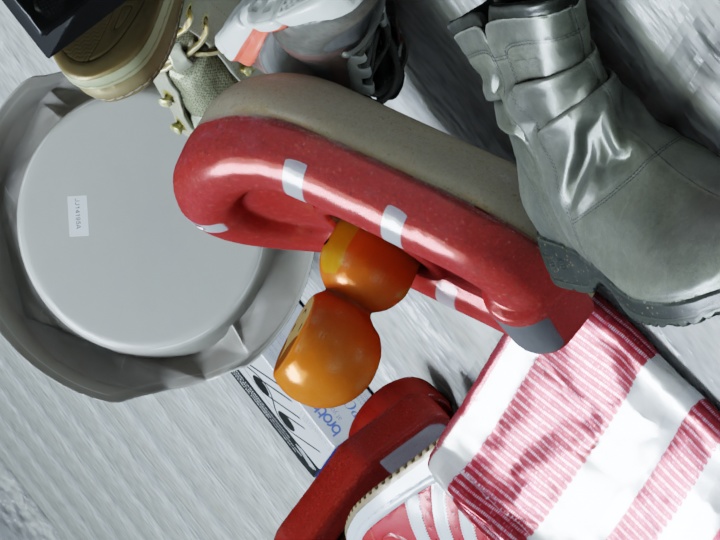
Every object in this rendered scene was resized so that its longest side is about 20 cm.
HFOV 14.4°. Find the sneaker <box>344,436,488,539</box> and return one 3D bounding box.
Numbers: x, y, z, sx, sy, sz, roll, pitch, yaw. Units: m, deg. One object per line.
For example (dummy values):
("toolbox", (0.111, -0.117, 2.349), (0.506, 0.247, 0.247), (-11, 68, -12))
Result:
("sneaker", (0.073, 0.133, 1.443), (0.113, 0.071, 0.200), (58, 138, 9))

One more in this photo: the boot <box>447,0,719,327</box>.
("boot", (0.098, -0.053, 1.113), (0.131, 0.068, 0.200), (64, 161, -16))

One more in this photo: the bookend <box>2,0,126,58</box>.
("bookend", (-0.090, -0.168, 1.150), (0.092, 0.199, 0.200), (51, 166, -2))

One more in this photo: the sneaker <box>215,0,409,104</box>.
("sneaker", (-0.005, -0.115, 1.295), (0.082, 0.077, 0.200), (37, 173, -9))

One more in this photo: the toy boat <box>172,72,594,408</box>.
("toy boat", (0.000, 0.000, 1.285), (0.199, 0.131, 0.131), (25, 171, 23))

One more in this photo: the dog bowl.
("dog bowl", (-0.115, -0.028, 1.566), (0.200, 0.200, 0.059), (51, -170, 6))

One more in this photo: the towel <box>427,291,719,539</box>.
("towel", (0.123, 0.110, 1.328), (0.200, 0.023, 0.144), (47, 128, 23))

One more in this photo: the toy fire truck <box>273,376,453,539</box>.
("toy fire truck", (0.017, 0.169, 1.630), (0.112, 0.168, 0.200), (40, 160, 39))

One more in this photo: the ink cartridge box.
("ink cartridge box", (-0.069, 0.034, 1.825), (0.200, 0.044, 0.094), (52, 163, 7))

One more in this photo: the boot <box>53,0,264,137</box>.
("boot", (-0.093, -0.116, 1.404), (0.201, 0.072, 0.155), (-92, -18, -48))
